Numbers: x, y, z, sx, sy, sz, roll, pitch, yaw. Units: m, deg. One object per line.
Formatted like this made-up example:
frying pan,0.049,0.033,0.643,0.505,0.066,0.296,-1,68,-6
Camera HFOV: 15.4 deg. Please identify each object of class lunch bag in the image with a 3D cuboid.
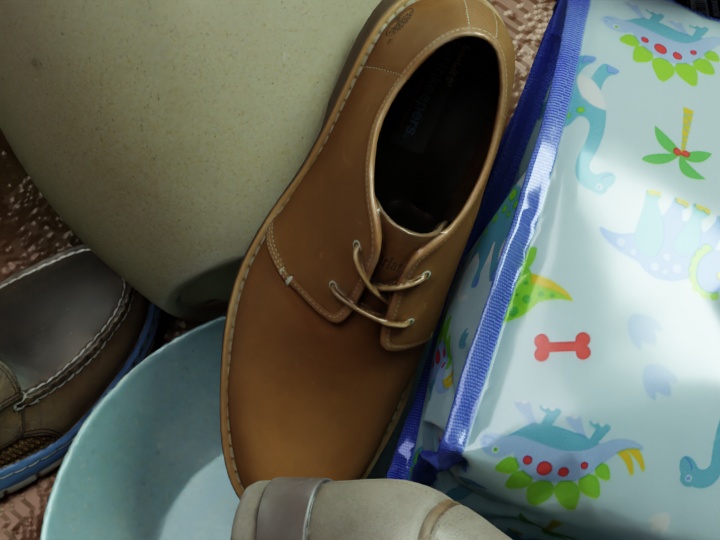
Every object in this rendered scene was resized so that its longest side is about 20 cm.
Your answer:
lunch bag,0.120,0.010,0.926,0.170,0.127,0.200,20,75,-6

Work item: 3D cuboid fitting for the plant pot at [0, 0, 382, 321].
plant pot,-0.041,-0.059,0.998,0.200,0.200,0.135,-15,74,4

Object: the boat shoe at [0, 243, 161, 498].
boat shoe,-0.163,0.053,1.021,0.200,0.072,0.072,-40,61,-10

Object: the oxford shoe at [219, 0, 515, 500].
oxford shoe,0.000,0.000,0.904,0.071,0.071,0.201,15,103,-12

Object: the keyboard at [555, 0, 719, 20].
keyboard,0.113,-0.110,0.976,0.104,0.200,0.040,5,69,14

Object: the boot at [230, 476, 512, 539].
boot,0.014,0.164,0.879,0.146,0.070,0.201,17,109,22

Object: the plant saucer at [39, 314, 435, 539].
plant saucer,-0.015,0.109,0.970,0.200,0.039,0.202,-1,65,3
